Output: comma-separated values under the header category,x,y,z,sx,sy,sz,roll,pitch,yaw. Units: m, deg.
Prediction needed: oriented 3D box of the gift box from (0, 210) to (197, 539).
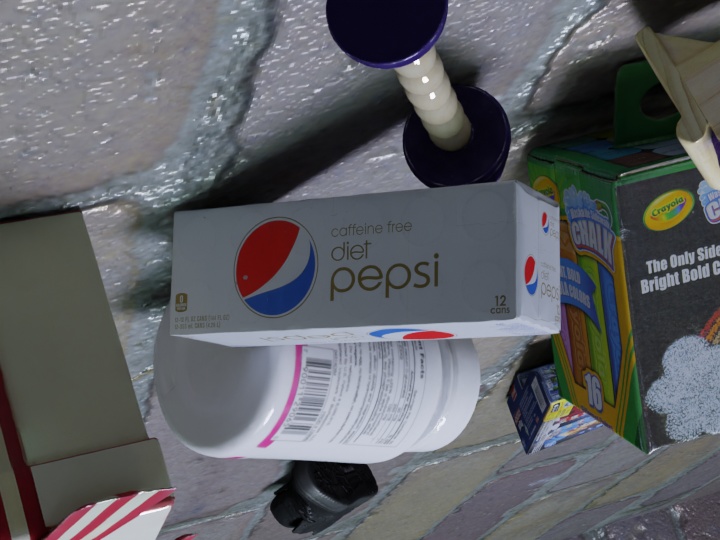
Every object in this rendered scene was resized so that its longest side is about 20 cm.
category,x,y,z,sx,sy,sz,roll,pitch,yaw
gift box,-0.184,0.093,0.723,0.197,0.189,0.185,-11,156,-19

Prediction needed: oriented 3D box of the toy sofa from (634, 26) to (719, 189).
category,x,y,z,sx,sy,sz,roll,pitch,yaw
toy sofa,0.240,-0.112,0.691,0.199,0.098,0.083,-32,159,14

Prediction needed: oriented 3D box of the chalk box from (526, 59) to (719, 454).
category,x,y,z,sx,sy,sz,roll,pitch,yaw
chalk box,0.176,-0.021,0.825,0.123,0.203,0.124,-12,-167,-14

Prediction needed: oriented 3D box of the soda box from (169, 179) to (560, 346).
category,x,y,z,sx,sy,sz,roll,pitch,yaw
soda box,0.000,0.000,0.743,0.197,0.069,0.063,-4,170,27

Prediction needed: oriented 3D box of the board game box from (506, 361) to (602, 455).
category,x,y,z,sx,sy,sz,roll,pitch,yaw
board game box,0.248,0.095,1.378,0.197,0.062,0.200,-18,162,-7

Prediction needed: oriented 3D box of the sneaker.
category,x,y,z,sx,sy,sz,roll,pitch,yaw
sneaker,-0.049,0.230,1.462,0.103,0.061,0.199,-30,163,16

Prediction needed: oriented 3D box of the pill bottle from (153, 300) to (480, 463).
category,x,y,z,sx,sy,sz,roll,pitch,yaw
pill bottle,-0.021,0.061,0.905,0.113,0.115,0.199,-31,153,33

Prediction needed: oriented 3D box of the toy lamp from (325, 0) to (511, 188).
category,x,y,z,sx,sy,sz,roll,pitch,yaw
toy lamp,0.035,-0.080,0.674,0.058,0.059,0.200,-21,163,8
